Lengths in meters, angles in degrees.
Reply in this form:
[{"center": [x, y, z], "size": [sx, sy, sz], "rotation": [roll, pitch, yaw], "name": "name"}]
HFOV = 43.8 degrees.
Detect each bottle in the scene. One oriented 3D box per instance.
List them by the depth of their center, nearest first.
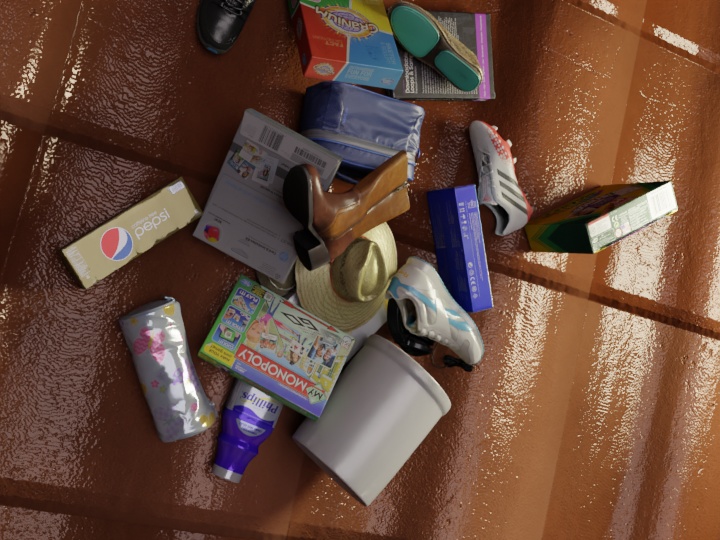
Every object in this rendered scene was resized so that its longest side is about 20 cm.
[{"center": [-0.165, 0.214, 1.344], "size": [0.082, 0.065, 0.203], "rotation": [25, 80, -16], "name": "bottle"}]

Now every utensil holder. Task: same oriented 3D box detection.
[{"center": [0.014, 0.230, 1.374], "size": [0.200, 0.169, 0.170], "rotation": [-48, 108, -14], "name": "utensil holder"}]

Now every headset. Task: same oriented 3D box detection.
[{"center": [0.116, 0.090, 1.450], "size": [0.124, 0.093, 0.201], "rotation": [-52, 132, -26], "name": "headset"}]

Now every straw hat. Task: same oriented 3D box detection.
[{"center": [0.000, 0.000, 1.352], "size": [0.198, 0.085, 0.206], "rotation": [-4, 98, -30], "name": "straw hat"}]

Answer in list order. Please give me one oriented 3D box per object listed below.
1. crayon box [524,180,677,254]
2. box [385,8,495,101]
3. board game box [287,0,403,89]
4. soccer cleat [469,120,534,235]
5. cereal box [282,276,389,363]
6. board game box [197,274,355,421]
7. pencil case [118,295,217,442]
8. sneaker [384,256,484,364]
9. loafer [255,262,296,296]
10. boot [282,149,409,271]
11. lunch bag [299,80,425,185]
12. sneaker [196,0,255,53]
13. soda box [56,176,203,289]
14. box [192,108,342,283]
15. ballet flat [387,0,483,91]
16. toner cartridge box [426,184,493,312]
[{"center": [0.412, -0.093, 1.547], "size": [0.197, 0.172, 0.059], "rotation": [-25, 103, -22], "name": "crayon box"}, {"center": [0.130, -0.357, 1.494], "size": [0.196, 0.036, 0.146], "rotation": [-4, 92, -26], "name": "box"}, {"center": [-0.028, -0.371, 1.362], "size": [0.150, 0.040, 0.203], "rotation": [3, 56, -25], "name": "board game box"}, {"center": [0.226, -0.155, 1.522], "size": [0.085, 0.068, 0.203], "rotation": [-35, 108, -24], "name": "soccer cleat"}, {"center": [-0.042, 0.064, 1.413], "size": [0.200, 0.039, 0.145], "rotation": [-45, 109, -18], "name": "cereal box"}, {"center": [-0.121, 0.113, 1.318], "size": [0.197, 0.029, 0.136], "rotation": [29, 63, -5], "name": "board game box"}, {"center": [-0.275, 0.143, 1.284], "size": [0.089, 0.083, 0.204], "rotation": [-19, 97, -8], "name": "pencil case"}, {"center": [0.114, 0.077, 1.382], "size": [0.081, 0.076, 0.201], "rotation": [-46, 108, -19], "name": "sneaker"}, {"center": [-0.111, -0.062, 1.363], "size": [0.074, 0.068, 0.205], "rotation": [9, 86, -29], "name": "loafer"}, {"center": [-0.006, -0.110, 1.253], "size": [0.198, 0.068, 0.191], "rotation": [-32, 137, -21], "name": "boot"}, {"center": [0.002, -0.197, 1.379], "size": [0.196, 0.135, 0.135], "rotation": [12, 89, -21], "name": "lunch bag"}, {"center": [-0.183, -0.420, 1.324], "size": [0.072, 0.082, 0.204], "rotation": [23, 82, -24], "name": "sneaker"}, {"center": [-0.326, -0.053, 1.268], "size": [0.198, 0.067, 0.065], "rotation": [-35, 104, -21], "name": "soda box"}, {"center": [-0.135, -0.107, 1.297], "size": [0.154, 0.041, 0.203], "rotation": [27, 105, 2], "name": "box"}, {"center": [0.119, -0.365, 1.440], "size": [0.199, 0.070, 0.066], "rotation": [39, 33, -26], "name": "ballet flat"}, {"center": [0.163, -0.036, 1.478], "size": [0.042, 0.095, 0.205], "rotation": [-11, 95, -23], "name": "toner cartridge box"}]
